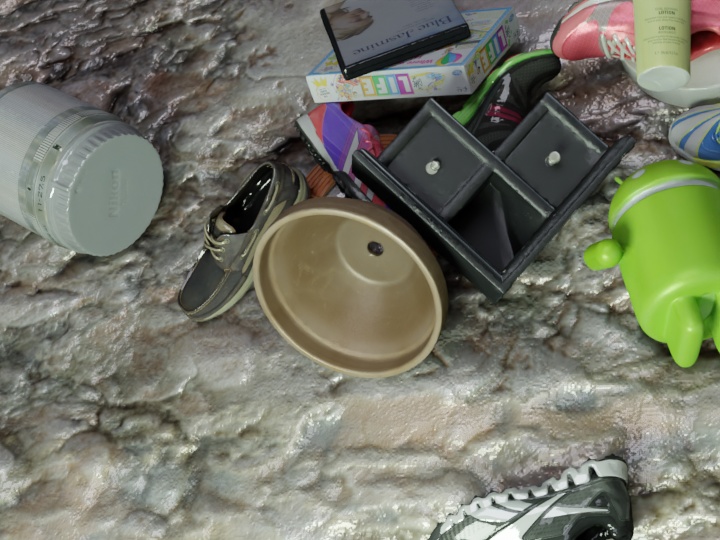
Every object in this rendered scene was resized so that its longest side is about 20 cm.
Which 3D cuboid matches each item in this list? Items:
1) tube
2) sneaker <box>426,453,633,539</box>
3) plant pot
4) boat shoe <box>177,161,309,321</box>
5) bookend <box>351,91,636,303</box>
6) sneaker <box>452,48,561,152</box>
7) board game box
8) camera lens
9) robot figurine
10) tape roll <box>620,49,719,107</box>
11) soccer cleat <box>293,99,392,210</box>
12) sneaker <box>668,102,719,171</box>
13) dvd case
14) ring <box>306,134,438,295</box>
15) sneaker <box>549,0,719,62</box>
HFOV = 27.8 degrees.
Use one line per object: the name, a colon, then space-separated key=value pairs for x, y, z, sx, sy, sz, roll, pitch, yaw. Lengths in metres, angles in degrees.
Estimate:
tube: x=0.291 y=-0.274 z=1.408 sx=0.052 sy=0.058 sz=0.202 roll=-19 pitch=59 yaw=47
sneaker: x=0.154 y=0.237 z=1.293 sx=0.198 sy=0.067 sz=0.091 roll=-22 pitch=53 yaw=10
plant pot: x=0.000 y=0.000 z=1.444 sx=0.199 sy=0.202 sz=0.093 roll=0 pitch=35 yaw=25
boat shoe: x=-0.140 y=-0.039 z=1.574 sx=0.074 sy=0.073 sz=0.201 roll=35 pitch=90 yaw=38
bookend: x=0.129 y=-0.110 z=1.432 sx=0.199 sy=0.092 sz=0.200 roll=43 pitch=84 yaw=5
sneaker: x=0.144 y=-0.152 z=1.526 sx=0.084 sy=0.077 sz=0.200 roll=43 pitch=81 yaw=6
board game box: x=0.057 y=-0.233 z=1.575 sx=0.198 sy=0.034 sz=0.135 roll=2 pitch=36 yaw=34
camera lens: x=-0.344 y=-0.118 z=1.669 sx=0.199 sy=0.160 sz=0.161 roll=25 pitch=75 yaw=33
robot figurine: x=0.296 y=-0.015 z=1.338 sx=0.173 sy=0.116 sz=0.202 roll=-10 pitch=56 yaw=0
tape roll: x=0.359 y=-0.261 z=1.497 sx=0.201 sy=0.037 sz=0.205 roll=-11 pitch=59 yaw=19
soccer cleat: x=0.002 y=-0.113 z=1.542 sx=0.073 sy=0.068 sz=0.200 roll=-35 pitch=51 yaw=-2
sneaker: x=0.384 y=-0.145 z=1.377 sx=0.198 sy=0.105 sz=0.076 roll=6 pitch=65 yaw=27
dvd case: x=0.034 y=-0.273 z=1.601 sx=0.141 sy=0.018 sz=0.201 roll=-19 pitch=30 yaw=1
ring: x=0.007 y=-0.062 z=1.561 sx=0.198 sy=0.019 sz=0.202 roll=-12 pitch=58 yaw=19
sneaker: x=0.285 y=-0.237 z=1.451 sx=0.198 sy=0.074 sz=0.088 roll=-13 pitch=60 yaw=18
